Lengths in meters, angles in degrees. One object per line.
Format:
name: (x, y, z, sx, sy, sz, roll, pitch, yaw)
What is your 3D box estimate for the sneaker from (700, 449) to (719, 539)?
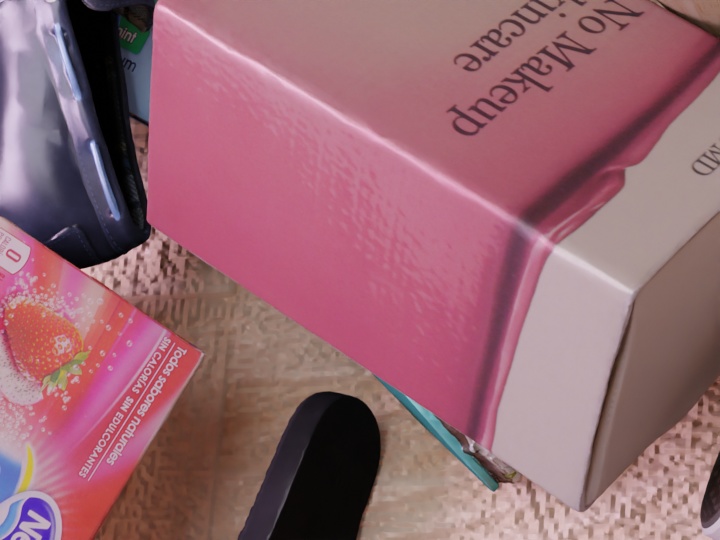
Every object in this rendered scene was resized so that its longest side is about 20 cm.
sneaker: (0.190, 0.016, 0.813, 0.084, 0.073, 0.201, 26, 79, -1)

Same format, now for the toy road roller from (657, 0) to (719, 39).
toy road roller: (0.123, -0.176, 0.867, 0.146, 0.123, 0.201, 5, 71, 40)

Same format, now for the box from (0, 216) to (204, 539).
box: (-0.155, 0.095, 0.879, 0.094, 0.103, 0.200, 34, 68, -7)

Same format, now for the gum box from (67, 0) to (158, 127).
gum box: (-0.079, -0.168, 1.003, 0.170, 0.045, 0.201, 28, 89, 30)

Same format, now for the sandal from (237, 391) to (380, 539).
sandal: (-0.030, 0.141, 0.867, 0.045, 0.075, 0.201, 17, 80, 30)

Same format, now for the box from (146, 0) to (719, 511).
box: (0.040, -0.036, 0.824, 0.200, 0.109, 0.128, 32, 50, 23)

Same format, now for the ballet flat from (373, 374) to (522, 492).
ballet flat: (0.000, 0.000, 0.898, 0.200, 0.076, 0.064, 40, 85, 28)

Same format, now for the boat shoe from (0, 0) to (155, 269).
boat shoe: (-0.107, -0.100, 0.936, 0.068, 0.084, 0.201, -5, 90, 22)
